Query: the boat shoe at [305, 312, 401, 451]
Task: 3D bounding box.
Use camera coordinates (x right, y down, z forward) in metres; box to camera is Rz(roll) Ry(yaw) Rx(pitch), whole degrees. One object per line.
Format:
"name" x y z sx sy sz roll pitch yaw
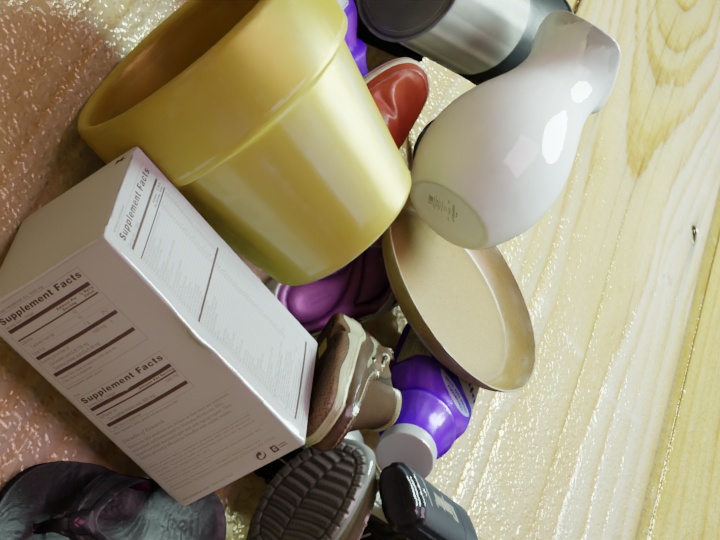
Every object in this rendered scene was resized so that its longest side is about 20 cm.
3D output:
"boat shoe" -0.001 0.086 1.017 0.075 0.075 0.202 33 16 -6

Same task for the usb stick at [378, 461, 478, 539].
"usb stick" 0.055 0.191 1.060 0.200 0.033 0.056 48 26 -64

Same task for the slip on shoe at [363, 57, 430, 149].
"slip on shoe" 0.001 -0.091 1.134 0.200 0.061 0.074 -53 130 -17

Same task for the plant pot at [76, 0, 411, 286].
"plant pot" -0.068 -0.099 0.994 0.189 0.200 0.201 49 44 -23

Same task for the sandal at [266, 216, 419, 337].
"sandal" 0.003 0.007 1.153 0.203 0.050 0.083 -34 106 -41

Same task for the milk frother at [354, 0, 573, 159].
"milk frother" 0.080 -0.182 1.233 0.188 0.180 0.201 17 58 -49

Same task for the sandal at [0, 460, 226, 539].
"sandal" -0.158 0.163 0.916 0.200 0.048 0.076 10 69 -49

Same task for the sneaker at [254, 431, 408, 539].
"sneaker" -0.007 0.168 1.082 0.200 0.074 0.079 52 38 -24

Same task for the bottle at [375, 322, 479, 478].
"bottle" 0.056 0.104 1.148 0.084 0.065 0.200 59 24 -14

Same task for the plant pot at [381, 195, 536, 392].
"plant pot" 0.080 0.017 1.171 0.200 0.027 0.200 39 35 -33

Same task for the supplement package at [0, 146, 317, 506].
"supplement package" -0.134 0.039 0.919 0.200 0.109 0.114 49 25 -25

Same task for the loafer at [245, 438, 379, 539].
"loafer" -0.046 0.214 0.992 0.200 0.075 0.070 -59 145 -9

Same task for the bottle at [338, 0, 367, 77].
"bottle" -0.048 -0.216 1.152 0.065 0.083 0.200 -54 126 -43

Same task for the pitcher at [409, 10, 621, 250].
"pitcher" 0.133 -0.100 1.182 0.200 0.121 0.172 -49 156 -24
